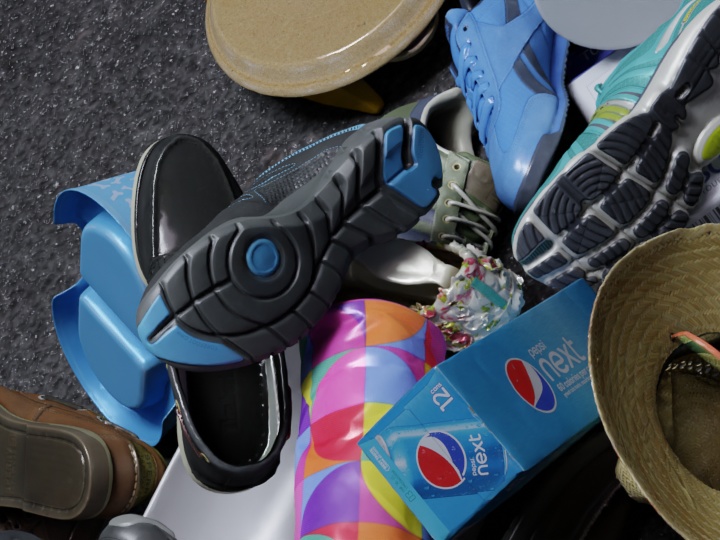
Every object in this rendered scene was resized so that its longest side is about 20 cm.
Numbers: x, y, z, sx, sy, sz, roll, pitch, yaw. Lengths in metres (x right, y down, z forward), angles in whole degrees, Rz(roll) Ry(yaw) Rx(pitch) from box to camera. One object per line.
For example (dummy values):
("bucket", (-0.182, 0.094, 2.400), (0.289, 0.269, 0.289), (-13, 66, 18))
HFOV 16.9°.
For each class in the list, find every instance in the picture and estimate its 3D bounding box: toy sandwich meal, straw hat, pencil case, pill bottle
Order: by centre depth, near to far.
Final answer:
("straw hat", (0.174, 0.080, 1.215), (0.085, 0.200, 0.202), (-42, 34, 49))
("pencil case", (0.000, 0.113, 1.239), (0.088, 0.088, 0.201), (-15, 49, 26))
("pill bottle", (0.140, -0.226, 1.442), (0.114, 0.114, 0.201), (-26, 36, 18))
("toy sandwich meal", (-0.016, -0.181, 1.583), (0.204, 0.070, 0.206), (-15, 53, 21))

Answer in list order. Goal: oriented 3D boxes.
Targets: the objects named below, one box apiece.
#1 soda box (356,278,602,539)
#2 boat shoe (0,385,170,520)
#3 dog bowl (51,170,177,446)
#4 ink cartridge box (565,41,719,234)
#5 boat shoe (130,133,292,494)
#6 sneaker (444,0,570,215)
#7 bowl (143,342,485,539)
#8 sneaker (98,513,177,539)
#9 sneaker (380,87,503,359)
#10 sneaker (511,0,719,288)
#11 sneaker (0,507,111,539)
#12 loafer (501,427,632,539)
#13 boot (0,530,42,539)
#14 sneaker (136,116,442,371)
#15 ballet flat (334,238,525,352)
("soda box", (0.079, 0.068, 1.232), (0.068, 0.200, 0.064), (49, 117, 8))
("boat shoe", (-0.193, 0.108, 1.435), (0.200, 0.068, 0.072), (19, 102, 45))
("dog bowl", (-0.130, 0.020, 1.437), (0.049, 0.200, 0.111), (-32, 63, -26))
("ink cartridge box", (0.220, -0.127, 1.388), (0.199, 0.041, 0.200), (-36, 45, 9))
("boat shoe", (-0.078, 0.018, 1.318), (0.073, 0.063, 0.203), (-7, 78, -15))
("sneaker", (0.080, -0.105, 1.415), (0.201, 0.078, 0.066), (-82, 11, -49))
("bowl", (-0.018, 0.143, 1.338), (0.199, 0.075, 0.200), (10, 65, 40))
("sneaker", (-0.102, 0.226, 1.256), (0.079, 0.201, 0.075), (-21, 7, -40))
("sneaker", (0.048, -0.031, 1.420), (0.090, 0.067, 0.201), (-32, 42, 19))
("sneaker", (0.154, -0.072, 1.333), (0.200, 0.077, 0.080), (-49, 25, -6))
("sneaker", (-0.212, 0.169, 1.456), (0.070, 0.076, 0.201), (18, 71, 42))
("loafer", (0.098, 0.168, 1.252), (0.071, 0.073, 0.200), (35, 80, 15))
("boot", (-0.218, 0.257, 1.297), (0.200, 0.065, 0.165), (-47, 43, 39))
("sneaker", (-0.044, -0.011, 1.281), (0.200, 0.073, 0.082), (-35, 19, -30))
("ballet flat", (0.000, 0.000, 1.346), (0.199, 0.064, 0.076), (4, 63, 35))
